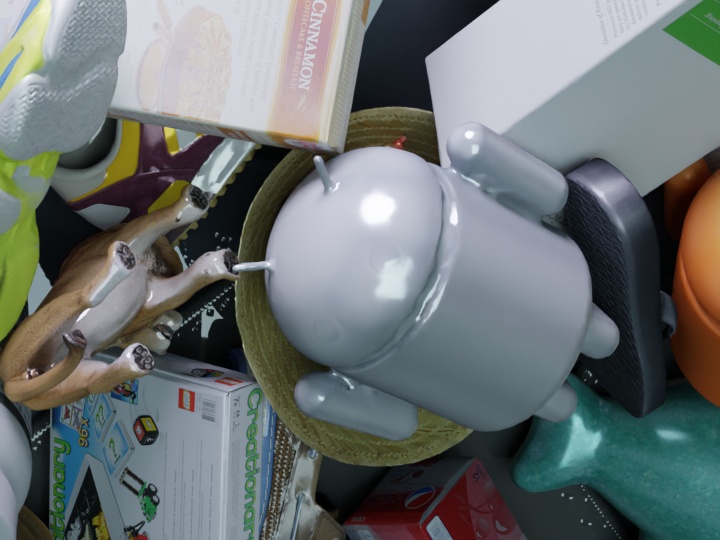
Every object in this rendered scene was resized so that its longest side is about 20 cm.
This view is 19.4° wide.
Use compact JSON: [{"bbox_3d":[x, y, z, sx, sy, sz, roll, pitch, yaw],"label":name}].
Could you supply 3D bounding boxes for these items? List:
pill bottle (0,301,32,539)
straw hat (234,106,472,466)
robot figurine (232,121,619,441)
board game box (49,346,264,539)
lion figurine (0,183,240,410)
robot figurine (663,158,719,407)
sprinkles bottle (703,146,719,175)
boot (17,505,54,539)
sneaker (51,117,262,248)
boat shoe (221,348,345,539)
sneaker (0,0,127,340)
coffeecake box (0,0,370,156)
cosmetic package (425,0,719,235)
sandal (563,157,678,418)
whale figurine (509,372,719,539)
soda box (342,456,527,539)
[{"bbox_3d":[-0.220,0.072,1.042,0.114,0.200,0.114,-5,127,-6],"label":"pill bottle"},{"bbox_3d":[0.000,0.000,1.146,0.201,0.085,0.201,-7,105,-29],"label":"straw hat"},{"bbox_3d":[0.034,0.010,1.051,0.200,0.113,0.170,26,99,-32],"label":"robot figurine"},{"bbox_3d":[-0.114,0.142,1.146,0.035,0.126,0.200,-18,116,-52],"label":"board game box"},{"bbox_3d":[-0.133,0.024,1.036,0.122,0.200,0.073,-28,93,28],"label":"lion figurine"},{"bbox_3d":[0.225,0.009,1.116,0.117,0.200,0.144,-6,65,2],"label":"robot figurine"},{"bbox_3d":[0.207,-0.082,1.189,0.200,0.068,0.068,42,92,-21],"label":"sprinkles bottle"},{"bbox_3d":[-0.196,0.223,1.168,0.077,0.200,0.155,-32,159,-41],"label":"boot"},{"bbox_3d":[-0.086,-0.106,1.104,0.090,0.075,0.200,33,95,-26],"label":"sneaker"},{"bbox_3d":[-0.046,0.144,1.187,0.072,0.072,0.200,3,105,-16],"label":"boat shoe"},{"bbox_3d":[-0.186,-0.064,0.981,0.105,0.076,0.200,26,97,23],"label":"sneaker"},{"bbox_3d":[-0.095,-0.149,1.038,0.200,0.073,0.154,10,89,6],"label":"coffeecake box"},{"bbox_3d":[0.140,-0.110,1.066,0.108,0.085,0.200,22,135,-36],"label":"cosmetic package"},{"bbox_3d":[0.145,0.013,1.115,0.043,0.076,0.200,-31,149,-14],"label":"sandal"},{"bbox_3d":[0.192,0.115,1.223,0.200,0.104,0.159,14,102,-14],"label":"whale figurine"},{"bbox_3d":[0.074,0.203,1.226,0.063,0.070,0.200,-46,115,-36],"label":"soda box"}]
